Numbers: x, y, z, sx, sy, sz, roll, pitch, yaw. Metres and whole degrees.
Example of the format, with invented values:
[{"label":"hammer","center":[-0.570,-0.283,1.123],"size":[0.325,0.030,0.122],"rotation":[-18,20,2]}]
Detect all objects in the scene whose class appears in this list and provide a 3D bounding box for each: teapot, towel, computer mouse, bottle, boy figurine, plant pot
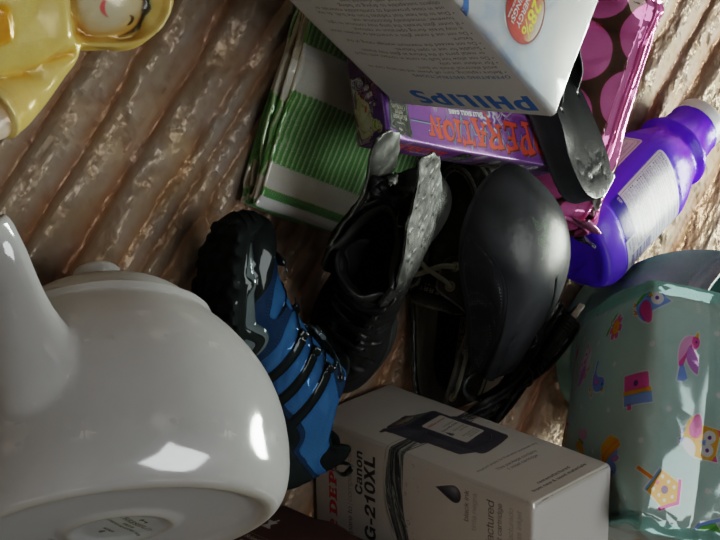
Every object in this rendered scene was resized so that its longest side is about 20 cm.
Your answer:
[{"label":"teapot","center":[-0.131,0.067,0.760],"size":[0.196,0.200,0.147],"rotation":[4,63,-28]},{"label":"towel","center":[-0.002,-0.124,0.945],"size":[0.152,0.023,0.202],"rotation":[17,86,-50]},{"label":"computer mouse","center":[0.115,0.016,0.986],"size":[0.139,0.052,0.201],"rotation":[-46,142,-31]},{"label":"bottle","center":[0.231,-0.072,1.186],"size":[0.200,0.065,0.084],"rotation":[-43,130,-32]},{"label":"boy figurine","center":[-0.181,-0.121,0.714],"size":[0.199,0.064,0.126],"rotation":[-15,109,-42]},{"label":"plant pot","center":[0.247,0.072,1.191],"size":[0.200,0.133,0.202],"rotation":[-19,115,-47]}]

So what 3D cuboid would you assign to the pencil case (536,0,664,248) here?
[{"label":"pencil case","center":[0.165,-0.125,1.076],"size":[0.090,0.093,0.202],"rotation":[20,84,-37]}]

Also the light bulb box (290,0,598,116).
[{"label":"light bulb box","center":[0.047,-0.220,0.783],"size":[0.200,0.124,0.200],"rotation":[37,71,-45]}]

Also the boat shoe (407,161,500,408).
[{"label":"boat shoe","center":[0.069,0.008,1.023],"size":[0.063,0.070,0.202],"rotation":[-20,116,-45]}]

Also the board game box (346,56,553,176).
[{"label":"board game box","center":[0.063,-0.131,0.951],"size":[0.199,0.032,0.121],"rotation":[3,80,-50]}]

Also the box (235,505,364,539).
[{"label":"box","center":[-0.028,0.271,0.966],"size":[0.075,0.100,0.202],"rotation":[-25,118,-41]}]

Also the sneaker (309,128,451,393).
[{"label":"sneaker","center":[0.003,0.002,0.898],"size":[0.201,0.060,0.104],"rotation":[-64,168,21]}]

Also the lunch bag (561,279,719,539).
[{"label":"lunch bag","center":[0.201,0.108,1.003],"size":[0.121,0.200,0.172],"rotation":[10,77,-12]}]

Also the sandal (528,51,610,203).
[{"label":"sandal","center":[0.131,-0.143,0.982],"size":[0.201,0.043,0.076],"rotation":[61,40,-18]}]

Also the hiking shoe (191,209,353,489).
[{"label":"hiking shoe","center":[-0.051,0.048,0.887],"size":[0.086,0.074,0.201],"rotation":[-15,124,-22]}]

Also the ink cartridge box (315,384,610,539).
[{"label":"ink cartridge box","center":[0.063,0.177,0.968],"size":[0.084,0.199,0.146],"rotation":[-17,113,-41]}]
